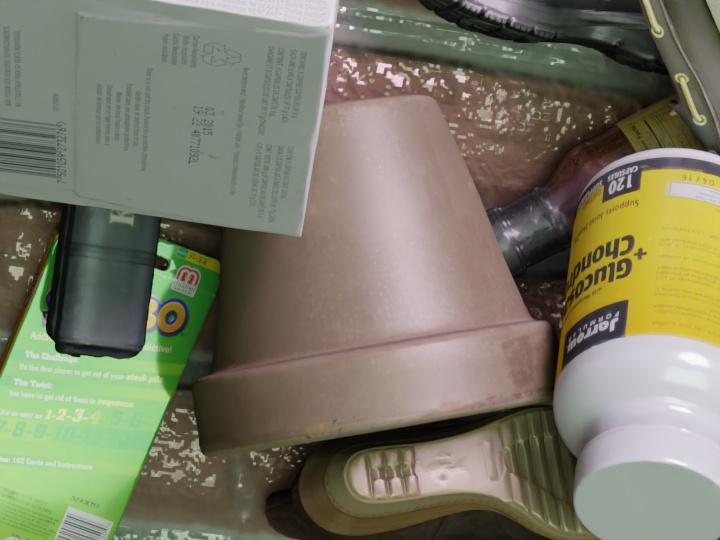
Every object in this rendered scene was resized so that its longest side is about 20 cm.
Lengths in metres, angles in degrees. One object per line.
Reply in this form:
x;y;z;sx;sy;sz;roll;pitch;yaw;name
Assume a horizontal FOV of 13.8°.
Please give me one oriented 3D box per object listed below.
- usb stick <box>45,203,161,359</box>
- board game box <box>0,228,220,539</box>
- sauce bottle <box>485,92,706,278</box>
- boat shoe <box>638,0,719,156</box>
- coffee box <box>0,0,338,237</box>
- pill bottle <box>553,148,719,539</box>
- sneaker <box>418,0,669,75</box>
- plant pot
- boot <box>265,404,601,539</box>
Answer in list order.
-0.130;-0.051;1.594;0.055;0.033;0.200;8;90;-14;usb stick
-0.155;0.069;1.639;0.095;0.030;0.200;21;100;-15;board game box
0.158;-0.055;1.654;0.200;0.066;0.066;-27;107;-2;sauce bottle
0.192;-0.107;1.570;0.060;0.072;0.202;3;137;28;boat shoe
-0.107;-0.160;1.452;0.200;0.200;0.198;8;60;-2;coffee box
0.158;0.042;1.534;0.112;0.200;0.112;6;140;5;pill bottle
0.115;-0.164;1.622;0.200;0.076;0.091;10;91;-20;sneaker
0.000;0.000;1.583;0.200;0.200;0.175;-8;88;-9;plant pot
0.057;0.120;1.629;0.200;0.166;0.072;2;79;-14;boot
